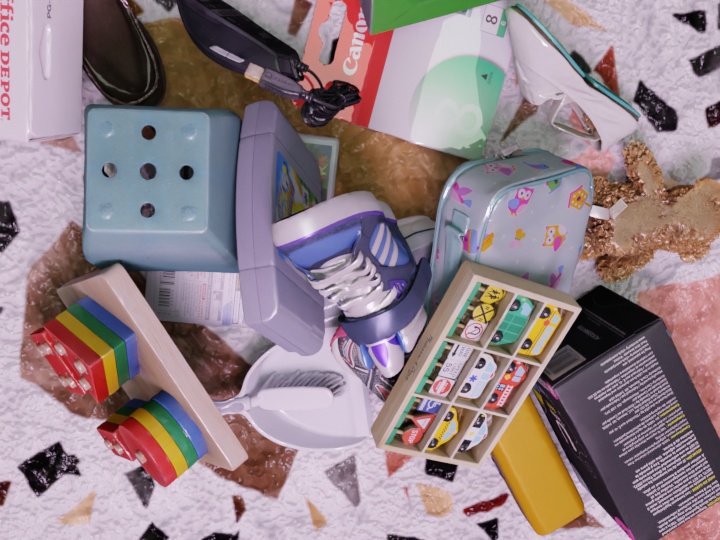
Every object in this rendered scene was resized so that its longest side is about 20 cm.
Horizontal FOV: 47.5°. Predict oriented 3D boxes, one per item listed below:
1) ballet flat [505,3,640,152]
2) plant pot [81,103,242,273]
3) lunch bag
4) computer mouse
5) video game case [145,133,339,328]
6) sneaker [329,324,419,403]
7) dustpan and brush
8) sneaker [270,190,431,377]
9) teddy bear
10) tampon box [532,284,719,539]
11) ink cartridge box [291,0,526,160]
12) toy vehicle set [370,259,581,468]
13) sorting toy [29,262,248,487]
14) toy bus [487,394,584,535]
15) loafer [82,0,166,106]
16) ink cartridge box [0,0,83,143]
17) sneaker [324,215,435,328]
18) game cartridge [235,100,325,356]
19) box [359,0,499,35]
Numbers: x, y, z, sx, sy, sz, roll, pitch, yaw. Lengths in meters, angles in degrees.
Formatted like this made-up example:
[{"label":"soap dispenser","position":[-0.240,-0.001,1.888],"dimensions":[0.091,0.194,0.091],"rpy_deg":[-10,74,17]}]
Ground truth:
[{"label":"ballet flat","position":[0.198,-0.177,0.803],"dimensions":[0.199,0.069,0.070],"rpy_deg":[30,96,-31]},{"label":"plant pot","position":[-0.166,-0.072,0.692],"dimensions":[0.139,0.200,0.144],"rpy_deg":[1,88,-8]},{"label":"lunch bag","position":[0.135,-0.018,0.786],"dimensions":[0.158,0.077,0.203],"rpy_deg":[-14,125,-31]},{"label":"computer mouse","position":[-0.098,-0.185,0.741],"dimensions":[0.198,0.141,0.046],"rpy_deg":[32,113,-4]},{"label":"video game case","position":[-0.121,-0.042,0.829],"dimensions":[0.179,0.022,0.204],"rpy_deg":[6,99,-8]},{"label":"sneaker","position":[0.048,0.104,0.819],"dimensions":[0.081,0.075,0.200],"rpy_deg":[-47,125,1]},{"label":"dustpan and brush","position":[-0.093,0.131,0.843],"dimensions":[0.196,0.057,0.142],"rpy_deg":[-5,108,10]},{"label":"sneaker","position":[0.005,0.019,0.686],"dimensions":[0.080,0.200,0.149],"rpy_deg":[-20,85,19]},{"label":"teddy bear","position":[0.274,-0.057,0.860],"dimensions":[0.197,0.067,0.147],"rpy_deg":[-19,97,4]},{"label":"tampon box","position":[0.266,0.146,0.847],"dimensions":[0.125,0.150,0.202],"rpy_deg":[-30,103,-1]},{"label":"ink cartridge box","position":[0.047,-0.212,0.804],"dimensions":[0.197,0.050,0.163],"rpy_deg":[14,99,-12]},{"label":"toy vehicle set","position":[0.105,0.094,0.767],"dimensions":[0.123,0.027,0.202],"rpy_deg":[15,116,-25]},{"label":"sorting toy","position":[-0.217,0.105,0.750],"dimensions":[0.069,0.198,0.202],"rpy_deg":[-37,104,-28]},{"label":"toy bus","position":[0.163,0.176,0.877],"dimensions":[0.064,0.078,0.202],"rpy_deg":[-29,103,-1]},{"label":"loafer","position":[-0.249,-0.236,0.749],"dimensions":[0.072,0.071,0.202],"rpy_deg":[-30,103,0]},{"label":"ink cartridge box","position":[-0.344,-0.197,0.703],"dimensions":[0.197,0.084,0.147],"rpy_deg":[9,105,12]},{"label":"sneaker","position":[0.000,0.000,0.826],"dimensions":[0.197,0.071,0.074],"rpy_deg":[-16,122,-12]},{"label":"game cartridge","position":[-0.068,-0.038,0.718],"dimensions":[0.040,0.133,0.203],"rpy_deg":[-10,69,18]},{"label":"box","position":[0.079,-0.335,0.734],"dimensions":[0.197,0.097,0.179],"rpy_deg":[-16,84,-3]}]
